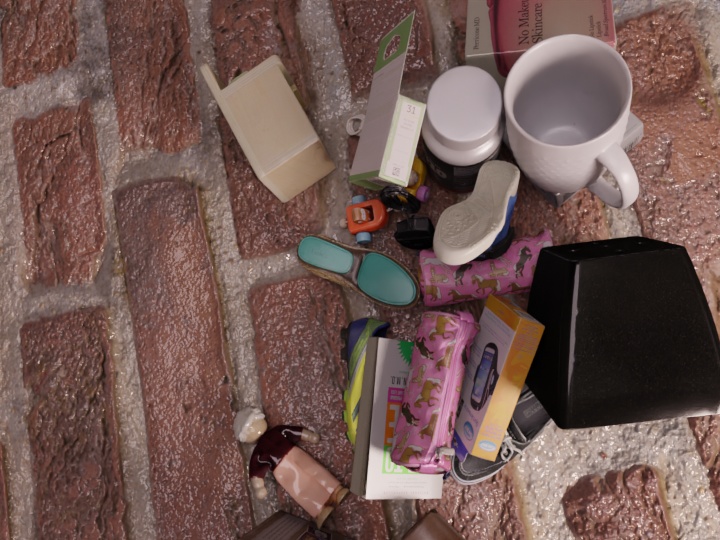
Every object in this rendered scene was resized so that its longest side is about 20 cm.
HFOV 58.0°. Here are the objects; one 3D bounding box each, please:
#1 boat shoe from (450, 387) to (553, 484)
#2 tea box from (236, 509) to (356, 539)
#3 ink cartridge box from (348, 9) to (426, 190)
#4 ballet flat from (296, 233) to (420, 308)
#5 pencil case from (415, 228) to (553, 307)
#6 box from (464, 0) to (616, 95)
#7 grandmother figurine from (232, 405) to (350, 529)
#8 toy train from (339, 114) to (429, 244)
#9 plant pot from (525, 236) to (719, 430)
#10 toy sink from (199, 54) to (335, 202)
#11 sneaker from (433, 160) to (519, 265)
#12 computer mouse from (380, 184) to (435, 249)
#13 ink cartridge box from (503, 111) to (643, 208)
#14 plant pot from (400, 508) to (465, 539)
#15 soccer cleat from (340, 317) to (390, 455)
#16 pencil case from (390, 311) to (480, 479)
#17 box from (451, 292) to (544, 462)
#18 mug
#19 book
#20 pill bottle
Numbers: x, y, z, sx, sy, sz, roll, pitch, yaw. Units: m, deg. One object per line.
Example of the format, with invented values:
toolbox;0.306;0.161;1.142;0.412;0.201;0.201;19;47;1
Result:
boat shoe;0.201;0.219;0.876;0.196;0.068;0.075;-34;77;3
tea box;-0.100;0.440;0.824;0.130;0.200;0.203;16;82;11
ink cartridge box;0.042;-0.213;0.851;0.047;0.145;0.207;14;90;-16
ballet flat;0.000;0.000;0.943;0.196;0.065;0.072;26;86;15
pencil case;0.176;-0.003;0.906;0.193;0.083;0.089;-9;61;8
box;0.247;-0.316;0.907;0.193;0.110;0.132;-1;63;15
grandmother figurine;-0.110;0.272;0.924;0.199;0.061;0.120;40;48;17
toy train;0.024;-0.150;0.955;0.146;0.055;0.207;-8;78;23
plant pot;0.303;0.060;0.784;0.192;0.200;0.184;-7;99;2
toy sink;-0.132;-0.229;0.970;0.110;0.130;0.204;-31;77;3
sneaker;0.146;-0.041;0.814;0.075;0.114;0.201;16;43;20
computer mouse;0.065;-0.076;0.879;0.057;0.200;0.035;-2;72;15
ink cartridge box;0.284;-0.216;0.952;0.159;0.047;0.202;-38;63;3
plant pot;0.105;0.429;0.805;0.201;0.200;0.198;-46;70;0
soccer cleat;0.018;0.169;0.913;0.081;0.065;0.208;-7;78;17
pencil case;0.096;0.153;0.828;0.084;0.083;0.206;5;72;29
box;0.166;0.144;0.837;0.040;0.119;0.206;15;100;-10
mug;0.272;-0.160;0.813;0.146;0.176;0.202;-37;66;2
book;0.061;0.202;0.889;0.130;0.048;0.207;10;81;-27
pill bottle;0.138;-0.186;0.882;0.110;0.200;0.118;-1;80;9
